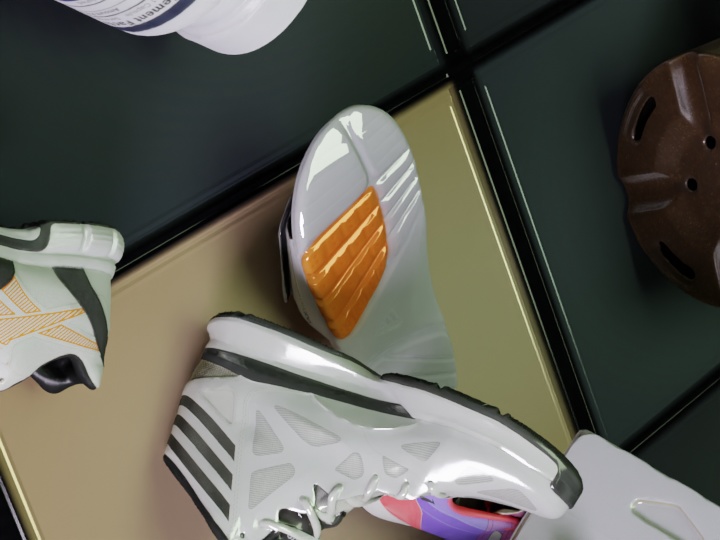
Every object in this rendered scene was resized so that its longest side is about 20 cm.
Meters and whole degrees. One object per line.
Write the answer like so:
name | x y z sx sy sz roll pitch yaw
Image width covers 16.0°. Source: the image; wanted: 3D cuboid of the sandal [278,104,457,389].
sandal | -0.006 0.005 1.309 0.079 0.059 0.207 -35 131 -26

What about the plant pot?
plant pot | 0.270 -0.072 1.519 0.198 0.200 0.201 -18 97 -37

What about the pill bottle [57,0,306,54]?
pill bottle | -0.115 -0.176 1.172 0.200 0.115 0.116 23 69 -43

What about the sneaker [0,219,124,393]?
sneaker | -0.179 0.016 1.109 0.199 0.074 0.080 4 83 -45

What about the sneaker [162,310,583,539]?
sneaker | -0.001 0.106 1.224 0.076 0.200 0.116 64 48 -70

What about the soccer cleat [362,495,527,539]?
soccer cleat | 0.076 0.120 1.347 0.200 0.073 0.069 24 75 -50

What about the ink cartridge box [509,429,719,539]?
ink cartridge box | 0.177 0.176 1.351 0.083 0.146 0.200 -56 150 -7
